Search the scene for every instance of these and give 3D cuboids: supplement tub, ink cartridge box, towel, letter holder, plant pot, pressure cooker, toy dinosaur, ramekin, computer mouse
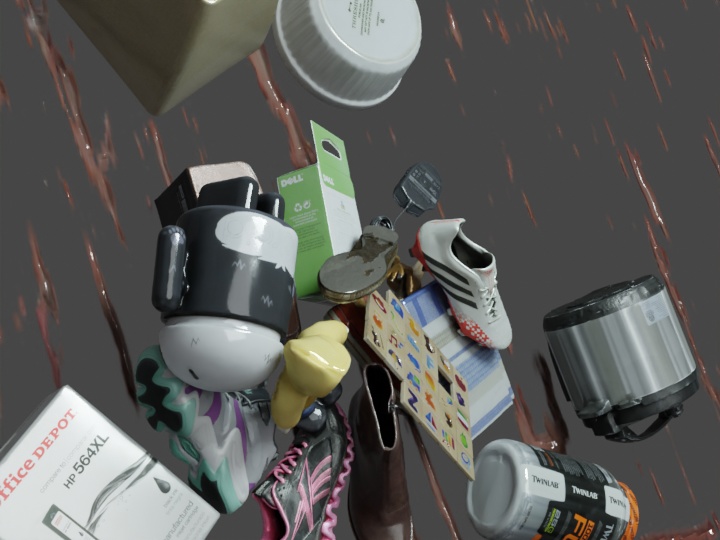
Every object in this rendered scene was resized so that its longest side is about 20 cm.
[{"bbox_3d":[0.239,0.288,1.129,0.198,0.122,0.124,19,64,-25],"label":"supplement tub"},{"bbox_3d":[-0.045,-0.064,1.084,0.104,0.059,0.202,17,60,-66],"label":"ink cartridge box"},{"bbox_3d":[-0.258,0.231,0.862,0.200,0.084,0.147,43,57,-13],"label":"ink cartridge box"},{"bbox_3d":[0.122,0.107,1.148,0.146,0.024,0.202,-29,99,-47],"label":"towel"},{"bbox_3d":[-0.123,-0.011,1.021,0.141,0.100,0.202,-12,80,-36],"label":"letter holder"},{"bbox_3d":[-0.200,-0.336,1.038,0.200,0.177,0.200,51,55,-7],"label":"plant pot"},{"bbox_3d":[0.351,0.125,1.218,0.174,0.179,0.202,-22,88,7],"label":"pressure cooker"},{"bbox_3d":[0.062,0.016,1.165,0.106,0.060,0.201,52,53,-39],"label":"toy dinosaur"},{"bbox_3d":[-0.009,-0.322,1.202,0.200,0.094,0.205,11,68,-29],"label":"ramekin"},{"bbox_3d":[0.052,-0.073,1.179,0.059,0.034,0.200,45,48,-9],"label":"computer mouse"}]

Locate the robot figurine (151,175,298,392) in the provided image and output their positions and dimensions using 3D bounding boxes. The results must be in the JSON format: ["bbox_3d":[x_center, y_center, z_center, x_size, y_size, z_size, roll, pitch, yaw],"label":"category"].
[{"bbox_3d":[-0.127,0.015,0.876,0.149,0.125,0.202,10,73,-15],"label":"robot figurine"}]

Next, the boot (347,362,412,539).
[{"bbox_3d":[0.019,0.216,0.985,0.071,0.167,0.202,-7,66,-5],"label":"boot"}]

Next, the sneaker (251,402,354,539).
[{"bbox_3d":[-0.068,0.228,0.977,0.095,0.079,0.202,22,65,-30],"label":"sneaker"}]

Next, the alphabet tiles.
[{"bbox_3d":[0.066,0.113,1.014,0.200,0.008,0.168,49,23,-23],"label":"alphabet tiles"}]

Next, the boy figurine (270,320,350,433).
[{"bbox_3d":[-0.045,0.100,0.900,0.064,0.200,0.125,31,69,4],"label":"boy figurine"}]

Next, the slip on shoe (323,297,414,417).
[{"bbox_3d":[0.037,0.107,1.077,0.061,0.074,0.200,-40,112,-3],"label":"slip on shoe"}]

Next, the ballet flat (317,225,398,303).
[{"bbox_3d":[0.000,0.000,1.004,0.067,0.047,0.200,18,23,8],"label":"ballet flat"}]

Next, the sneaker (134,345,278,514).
[{"bbox_3d":[-0.146,0.137,0.960,0.140,0.077,0.202,-43,122,-40],"label":"sneaker"}]

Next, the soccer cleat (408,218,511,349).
[{"bbox_3d":[0.140,0.019,1.114,0.201,0.085,0.069,53,46,-20],"label":"soccer cleat"}]
